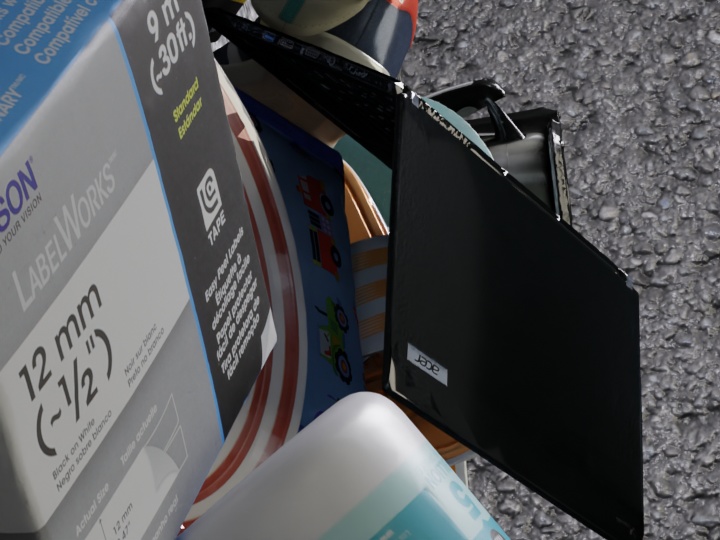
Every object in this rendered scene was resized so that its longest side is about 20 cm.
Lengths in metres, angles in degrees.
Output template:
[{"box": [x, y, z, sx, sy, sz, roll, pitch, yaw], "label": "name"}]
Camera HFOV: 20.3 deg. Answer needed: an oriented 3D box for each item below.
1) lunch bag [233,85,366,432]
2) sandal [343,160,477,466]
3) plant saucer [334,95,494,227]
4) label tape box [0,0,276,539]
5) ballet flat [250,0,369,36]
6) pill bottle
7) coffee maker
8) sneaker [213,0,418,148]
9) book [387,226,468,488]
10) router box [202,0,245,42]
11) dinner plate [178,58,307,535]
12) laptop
[{"box": [-0.078, -0.009, 0.754, 0.200, 0.094, 0.151, 45, 34, -57], "label": "lunch bag"}, {"box": [-0.008, 0.002, 0.876, 0.059, 0.079, 0.207, 82, -17, -48], "label": "sandal"}, {"box": [-0.010, 0.003, 1.022, 0.036, 0.199, 0.201, 17, 59, -46], "label": "plant saucer"}, {"box": [-0.086, -0.020, 0.489, 0.144, 0.066, 0.201, -63, 151, -51], "label": "label tape box"}, {"box": [0.015, -0.157, 0.843, 0.200, 0.069, 0.070, -47, 136, -45], "label": "ballet flat"}, {"box": [0.026, 0.141, 0.563, 0.200, 0.111, 0.111, 50, 4, 3], "label": "pill bottle"}, {"box": [0.028, -0.021, 1.194, 0.192, 0.199, 0.136, 58, 27, -76], "label": "coffee maker"}, {"box": [-0.020, -0.109, 0.952, 0.085, 0.075, 0.200, -64, -161, -11], "label": "sneaker"}, {"box": [-0.021, 0.068, 0.885, 0.048, 0.133, 0.201, 84, 2, -52], "label": "book"}, {"box": [-0.050, -0.173, 0.871, 0.158, 0.052, 0.200, -53, -178, 10], "label": "router box"}, {"box": [-0.081, -0.008, 0.641, 0.200, 0.024, 0.201, 35, 46, -46], "label": "dinner plate"}, {"box": [0.023, 0.001, 0.794, 0.177, 0.200, 0.104, 37, 83, -44], "label": "laptop"}]
